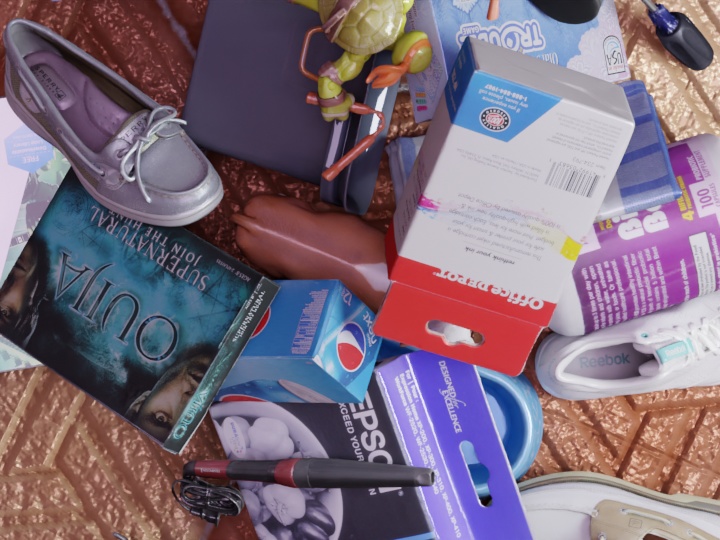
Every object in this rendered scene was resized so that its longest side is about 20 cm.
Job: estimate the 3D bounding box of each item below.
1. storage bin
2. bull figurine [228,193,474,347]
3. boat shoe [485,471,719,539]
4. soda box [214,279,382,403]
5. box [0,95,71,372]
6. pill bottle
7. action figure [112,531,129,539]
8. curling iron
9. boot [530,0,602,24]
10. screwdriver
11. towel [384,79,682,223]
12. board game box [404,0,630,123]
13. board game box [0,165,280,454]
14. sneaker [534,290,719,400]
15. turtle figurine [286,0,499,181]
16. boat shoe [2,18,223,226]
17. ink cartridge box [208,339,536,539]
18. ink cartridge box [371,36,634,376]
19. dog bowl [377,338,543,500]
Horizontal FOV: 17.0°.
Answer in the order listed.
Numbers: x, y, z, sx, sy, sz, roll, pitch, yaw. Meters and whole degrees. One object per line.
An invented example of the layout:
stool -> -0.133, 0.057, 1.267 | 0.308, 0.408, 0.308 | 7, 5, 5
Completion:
storage bin -> -0.045, -0.152, 1.713 | 0.134, 0.146, 0.200 | 12, 91, 9
bull figurine -> 0.000, 0.000, 1.717 | 0.200, 0.121, 0.065 | 29, 92, -1
boat shoe -> 0.188, 0.196, 1.741 | 0.200, 0.068, 0.075 | 3, 121, 0
soda box -> -0.086, 0.050, 1.685 | 0.200, 0.068, 0.064 | -1, 60, 36
box -> -0.260, -0.026, 1.757 | 0.144, 0.036, 0.200 | -10, 93, -1
pill bottle -> 0.176, -0.018, 1.723 | 0.200, 0.112, 0.112 | -18, 92, -1
action figure -> -0.117, 0.274, 1.734 | 0.119, 0.102, 0.200 | -56, 48, 30
curling iron -> -0.040, 0.148, 1.687 | 0.200, 0.026, 0.050 | -8, 126, 24
boot -> 0.138, -0.288, 1.674 | 0.200, 0.069, 0.174 | 53, 48, -37
screwdriver -> 0.201, -0.194, 1.695 | 0.028, 0.200, 0.029 | -9, 60, 30
towel -> 0.118, -0.071, 1.704 | 0.200, 0.147, 0.024 | -13, 126, 6
board game box -> 0.096, -0.216, 1.689 | 0.043, 0.200, 0.199 | -10, 94, 44
board game box -> -0.163, 0.024, 1.673 | 0.200, 0.028, 0.135 | 30, 90, 35
sneaker -> 0.227, 0.056, 1.738 | 0.200, 0.088, 0.075 | -16, 90, 0
turtle figurine -> -0.012, -0.171, 1.597 | 0.161, 0.064, 0.200 | 41, 111, 14
boat shoe -> -0.177, -0.103, 1.680 | 0.074, 0.065, 0.202 | -39, 62, -20
ink cartridge box -> 0.014, 0.162, 1.704 | 0.200, 0.043, 0.198 | -14, 102, 28
ink cartridge box -> 0.089, -0.040, 1.600 | 0.116, 0.067, 0.200 | 17, 114, -12
dog bowl -> 0.038, 0.099, 1.757 | 0.200, 0.050, 0.112 | 21, 91, 0
